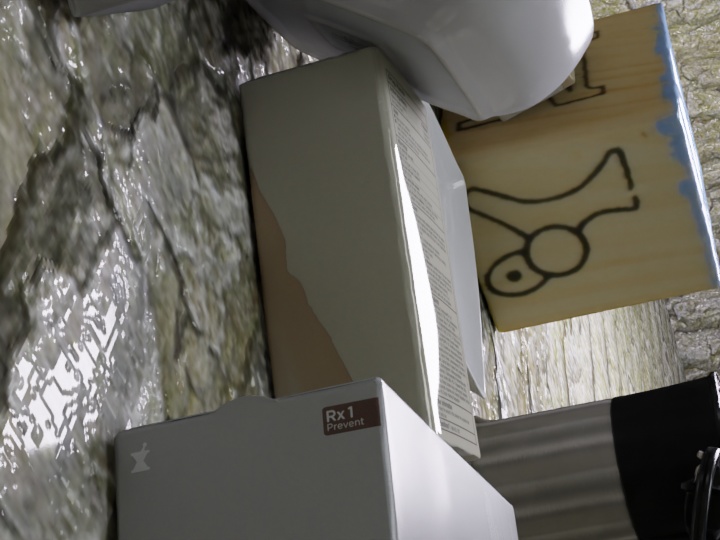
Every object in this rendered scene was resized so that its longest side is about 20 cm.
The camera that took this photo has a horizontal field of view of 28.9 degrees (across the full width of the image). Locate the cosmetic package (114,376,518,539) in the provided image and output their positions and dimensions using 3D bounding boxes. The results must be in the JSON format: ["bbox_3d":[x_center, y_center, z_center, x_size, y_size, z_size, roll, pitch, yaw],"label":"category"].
[{"bbox_3d":[-0.005,0.117,0.551,0.200,0.107,0.090,43,37,-61],"label":"cosmetic package"}]

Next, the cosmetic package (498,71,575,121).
[{"bbox_3d":[0.090,-0.230,1.120,0.200,0.073,0.104,49,27,-30],"label":"cosmetic package"}]

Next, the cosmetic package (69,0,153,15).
[{"bbox_3d":[-0.022,-0.172,0.521,0.090,0.200,0.107,-52,125,-73],"label":"cosmetic package"}]

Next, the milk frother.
[{"bbox_3d":[0.170,0.158,0.974,0.200,0.188,0.181,50,30,-58],"label":"milk frother"}]

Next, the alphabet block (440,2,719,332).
[{"bbox_3d":[0.192,-0.089,1.225,0.196,0.200,0.195,-80,153,-54],"label":"alphabet block"}]

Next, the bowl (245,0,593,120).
[{"bbox_3d":[0.013,-0.147,0.719,0.075,0.200,0.200,-65,160,-4],"label":"bowl"}]

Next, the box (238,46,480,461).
[{"bbox_3d":[0.000,0.000,0.709,0.095,0.078,0.200,37,42,-65],"label":"box"}]

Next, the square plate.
[{"bbox_3d":[0.044,-0.034,0.984,0.200,0.028,0.198,55,28,-54],"label":"square plate"}]
